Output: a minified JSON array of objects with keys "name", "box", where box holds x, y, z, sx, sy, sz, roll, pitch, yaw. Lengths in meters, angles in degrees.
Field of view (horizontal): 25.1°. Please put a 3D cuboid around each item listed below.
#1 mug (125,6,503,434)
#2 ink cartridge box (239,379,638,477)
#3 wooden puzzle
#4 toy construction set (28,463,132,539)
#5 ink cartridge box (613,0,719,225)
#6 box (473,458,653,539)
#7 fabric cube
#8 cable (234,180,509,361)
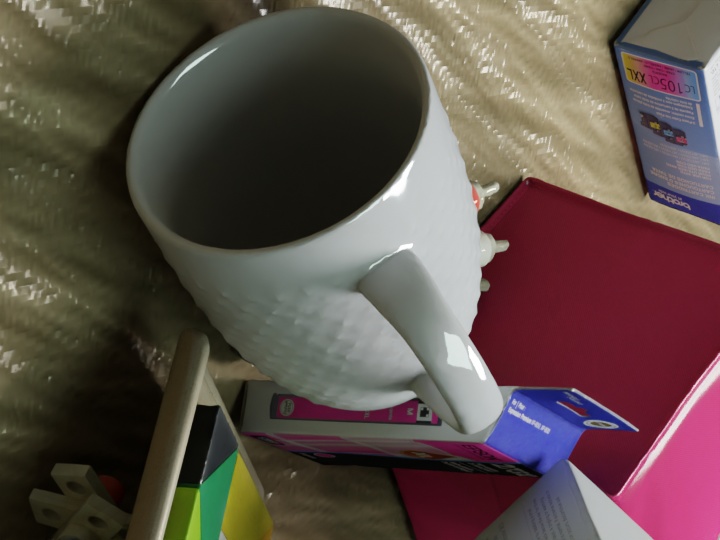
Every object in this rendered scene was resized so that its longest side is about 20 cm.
[{"name":"mug","box":[0.000,0.000,0.773,0.147,0.200,0.176,-36,141,-8]},{"name":"ink cartridge box","box":[0.041,0.086,0.881,0.095,0.199,0.037,31,61,-54]},{"name":"wooden puzzle","box":[-0.080,0.155,0.805,0.200,0.037,0.186,81,17,-56]},{"name":"toy construction set","box":[-0.165,0.193,0.768,0.131,0.092,0.200,50,58,-27]},{"name":"ink cartridge box","box":[0.262,-0.129,1.165,0.137,0.076,0.200,-51,142,-21]},{"name":"box","box":[0.095,0.231,0.850,0.152,0.106,0.200,42,101,-14]},{"name":"fabric cube","box":[0.148,0.098,1.032,0.196,0.199,0.200,-45,140,-26]},{"name":"cable","box":[0.012,-0.008,0.916,0.200,0.050,0.098,-24,123,-45]}]
